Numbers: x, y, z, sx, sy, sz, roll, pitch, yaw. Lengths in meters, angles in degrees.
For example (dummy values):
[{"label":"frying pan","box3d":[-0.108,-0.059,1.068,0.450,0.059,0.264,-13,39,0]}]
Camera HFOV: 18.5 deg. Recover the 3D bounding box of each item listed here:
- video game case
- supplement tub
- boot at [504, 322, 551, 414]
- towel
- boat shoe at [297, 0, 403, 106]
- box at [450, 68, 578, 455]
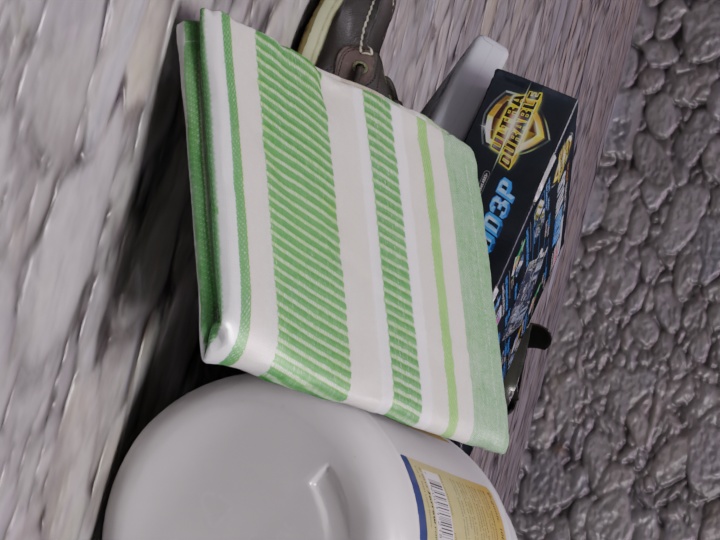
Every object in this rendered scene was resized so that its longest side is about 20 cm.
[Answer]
[{"label":"video game case","box3d":[0.000,0.000,1.114,0.201,0.022,0.182,-64,-174,-29]},{"label":"supplement tub","box3d":[-0.013,0.130,0.993,0.200,0.143,0.146,30,73,-65]},{"label":"boot","box3d":[0.019,0.077,1.223,0.078,0.137,0.201,95,14,-49]},{"label":"towel","box3d":[-0.004,-0.012,0.925,0.199,0.023,0.154,21,57,-52]},{"label":"boat shoe","box3d":[-0.009,-0.066,1.088,0.072,0.065,0.202,92,15,-50]},{"label":"box","box3d":[0.057,0.013,1.112,0.200,0.046,0.160,81,32,-71]}]
